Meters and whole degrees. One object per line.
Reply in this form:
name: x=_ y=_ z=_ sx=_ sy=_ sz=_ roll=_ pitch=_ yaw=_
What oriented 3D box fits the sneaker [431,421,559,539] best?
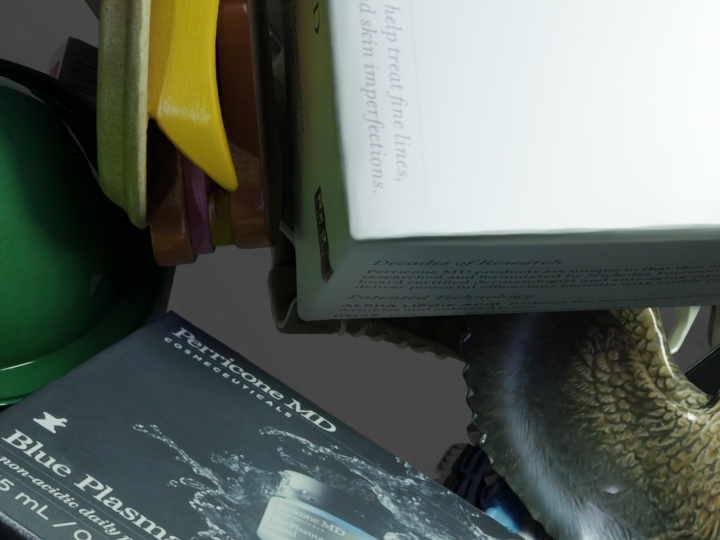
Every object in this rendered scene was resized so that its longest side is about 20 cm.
sneaker: x=0.054 y=0.149 z=1.182 sx=0.087 sy=0.075 sz=0.200 roll=45 pitch=49 yaw=-16

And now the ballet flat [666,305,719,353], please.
ballet flat: x=0.163 y=0.011 z=1.354 sx=0.199 sy=0.067 sz=0.064 roll=11 pitch=85 yaw=-29

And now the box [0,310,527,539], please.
box: x=-0.052 y=0.132 z=1.008 sx=0.196 sy=0.118 sz=0.200 roll=32 pitch=23 yaw=11

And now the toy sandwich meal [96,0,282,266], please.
toy sandwich meal: x=-0.061 y=-0.100 z=1.102 sx=0.070 sy=0.206 sz=0.206 roll=3 pitch=58 yaw=-2

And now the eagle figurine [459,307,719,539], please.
eagle figurine: x=0.128 y=0.064 z=1.206 sx=0.200 sy=0.152 sz=0.151 roll=39 pitch=72 yaw=5

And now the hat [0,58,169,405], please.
hat: x=-0.147 y=-0.059 z=1.075 sx=0.199 sy=0.176 sz=0.166 roll=-20 pitch=67 yaw=-30

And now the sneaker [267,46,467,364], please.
sneaker: x=0.000 y=0.000 z=1.241 sx=0.090 sy=0.067 sz=0.200 roll=-44 pitch=115 yaw=-7

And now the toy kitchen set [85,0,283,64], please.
toy kitchen set: x=-0.050 y=-0.168 z=1.301 sx=0.200 sy=0.180 sz=0.163 roll=-40 pitch=120 yaw=-11

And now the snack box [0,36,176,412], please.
snack box: x=-0.113 y=-0.003 z=1.186 sx=0.072 sy=0.024 sz=0.201 roll=25 pitch=52 yaw=-20

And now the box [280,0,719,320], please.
box: x=0.073 y=-0.092 z=1.091 sx=0.199 sy=0.131 sz=0.200 roll=-1 pitch=76 yaw=-11

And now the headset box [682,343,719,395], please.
headset box: x=0.253 y=0.103 z=1.329 sx=0.199 sy=0.093 sz=0.175 roll=-8 pitch=67 yaw=-37
